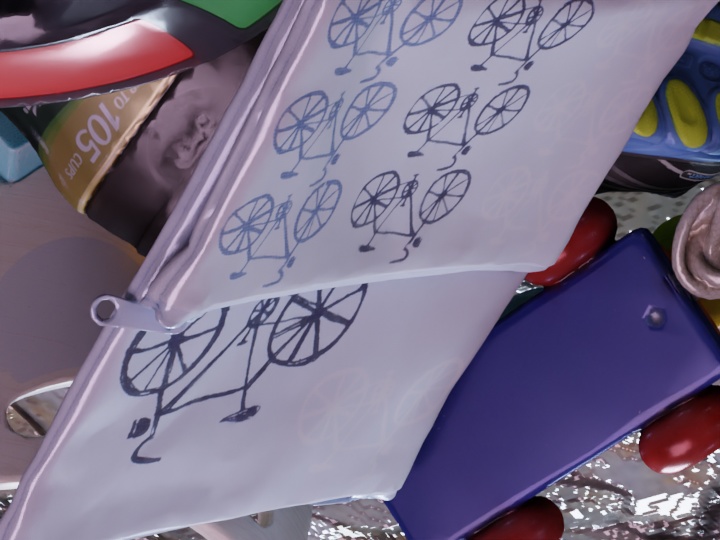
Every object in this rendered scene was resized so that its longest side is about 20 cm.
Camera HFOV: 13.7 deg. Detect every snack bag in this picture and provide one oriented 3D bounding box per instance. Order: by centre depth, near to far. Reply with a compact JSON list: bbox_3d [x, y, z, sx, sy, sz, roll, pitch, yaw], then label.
[{"bbox_3d":[0.000,0.000,0.803,0.021,0.188,0.201,43,116,25],"label":"snack bag"}]

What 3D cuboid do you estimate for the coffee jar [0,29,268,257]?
[{"bbox_3d":[-0.088,-0.095,0.813,0.200,0.085,0.104,39,116,2],"label":"coffee jar"}]

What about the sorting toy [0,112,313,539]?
[{"bbox_3d":[-0.069,0.007,0.917,0.199,0.181,0.107,24,136,-30],"label":"sorting toy"}]

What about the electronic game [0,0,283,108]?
[{"bbox_3d":[-0.096,-0.094,0.685,0.199,0.042,0.200,-2,152,-1],"label":"electronic game"}]

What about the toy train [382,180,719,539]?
[{"bbox_3d":[0.097,0.008,0.931,0.200,0.116,0.085,-35,88,26],"label":"toy train"}]

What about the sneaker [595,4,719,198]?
[{"bbox_3d":[0.024,-0.055,0.907,0.198,0.071,0.083,11,152,-11],"label":"sneaker"}]
